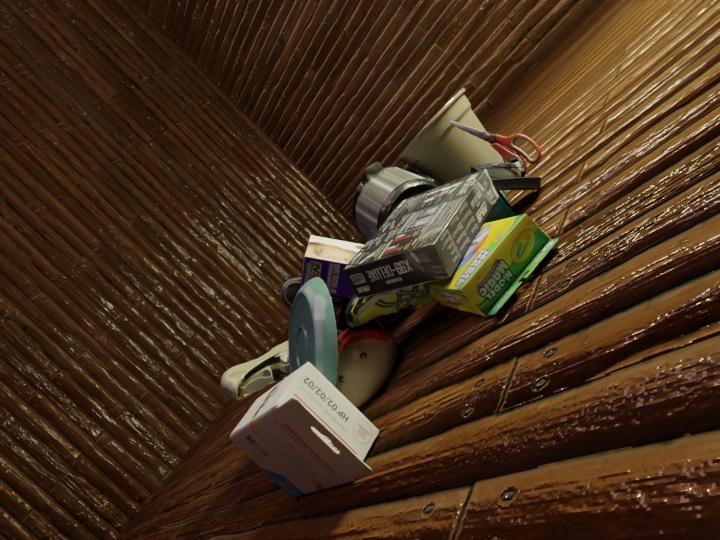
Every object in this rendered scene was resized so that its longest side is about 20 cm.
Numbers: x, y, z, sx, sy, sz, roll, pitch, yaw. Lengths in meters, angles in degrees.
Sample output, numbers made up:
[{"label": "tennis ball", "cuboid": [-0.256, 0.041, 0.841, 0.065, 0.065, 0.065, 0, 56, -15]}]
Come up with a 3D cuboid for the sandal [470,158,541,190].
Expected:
[{"label": "sandal", "cuboid": [0.222, -0.160, 0.836, 0.200, 0.074, 0.044, -118, 26, -70]}]

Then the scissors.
[{"label": "scissors", "cuboid": [0.248, -0.248, 0.963, 0.014, 0.201, 0.074, -4, -44, -46]}]

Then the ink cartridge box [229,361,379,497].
[{"label": "ink cartridge box", "cuboid": [-0.060, 0.182, 0.593, 0.200, 0.115, 0.068, -40, 8, 49]}]

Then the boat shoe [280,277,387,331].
[{"label": "boat shoe", "cuboid": [-0.043, 0.062, 0.895, 0.072, 0.195, 0.074, -141, 68, -87]}]

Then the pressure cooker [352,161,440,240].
[{"label": "pressure cooker", "cuboid": [0.076, -0.127, 1.104, 0.200, 0.175, 0.180, 40, 120, 59]}]

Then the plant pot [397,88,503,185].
[{"label": "plant pot", "cuboid": [0.210, -0.246, 1.122, 0.200, 0.184, 0.200, -44, 3, 3]}]

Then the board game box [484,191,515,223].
[{"label": "board game box", "cuboid": [0.182, -0.077, 0.884, 0.151, 0.047, 0.200, -45, 6, 20]}]

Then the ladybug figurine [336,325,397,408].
[{"label": "ladybug figurine", "cuboid": [-0.010, 0.135, 0.766, 0.136, 0.072, 0.200, -48, 5, -6]}]

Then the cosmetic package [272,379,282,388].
[{"label": "cosmetic package", "cuboid": [-0.140, 0.259, 0.930, 0.102, 0.074, 0.200, -48, 7, -16]}]

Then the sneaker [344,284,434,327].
[{"label": "sneaker", "cuboid": [0.066, 0.028, 0.759, 0.198, 0.077, 0.076, -34, 17, 4]}]

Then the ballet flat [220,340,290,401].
[{"label": "ballet flat", "cuboid": [-0.168, 0.190, 0.996, 0.197, 0.071, 0.069, -24, -8, -33]}]

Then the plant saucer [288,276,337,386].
[{"label": "plant saucer", "cuboid": [-0.075, 0.112, 0.753, 0.199, 0.027, 0.206, 180, 90, -69]}]

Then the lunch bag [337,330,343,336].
[{"label": "lunch bag", "cuboid": [-0.009, 0.050, 1.011, 0.200, 0.076, 0.159, -45, 47, -12]}]

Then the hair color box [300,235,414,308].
[{"label": "hair color box", "cuboid": [0.000, 0.000, 0.901, 0.110, 0.195, 0.066, -90, 9, -68]}]

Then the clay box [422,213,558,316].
[{"label": "clay box", "cuboid": [0.149, -0.007, 0.637, 0.115, 0.047, 0.200, -48, 4, -5]}]

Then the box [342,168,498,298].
[{"label": "box", "cuboid": [0.086, -0.052, 0.717, 0.156, 0.050, 0.201, -16, 25, 42]}]
